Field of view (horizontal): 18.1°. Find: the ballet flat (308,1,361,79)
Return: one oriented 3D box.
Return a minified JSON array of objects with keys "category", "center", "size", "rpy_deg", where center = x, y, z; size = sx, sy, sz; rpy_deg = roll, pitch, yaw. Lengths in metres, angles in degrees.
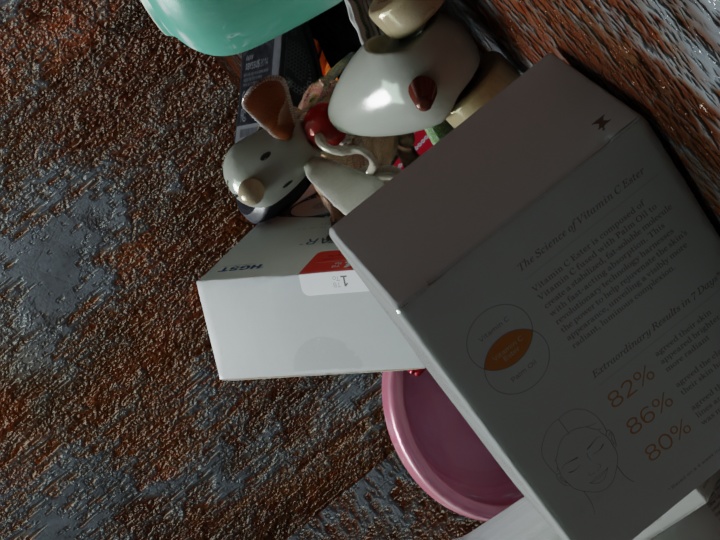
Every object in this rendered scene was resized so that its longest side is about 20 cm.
[{"category":"ballet flat","center":[-0.007,-0.182,1.622],"size":[0.057,0.067,0.200],"rpy_deg":[-4,-142,-36]}]

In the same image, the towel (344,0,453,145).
[{"category":"towel","center":[0.035,-0.113,1.431],"size":[0.150,0.031,0.200],"rpy_deg":[-108,-10,-45]}]

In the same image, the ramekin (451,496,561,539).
[{"category":"ramekin","center":[0.155,0.255,1.657],"size":[0.201,0.098,0.200],"rpy_deg":[51,-177,-4]}]

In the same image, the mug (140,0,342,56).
[{"category":"mug","center":[-0.097,-0.224,1.458],"size":[0.152,0.114,0.185],"rpy_deg":[58,-173,-37]}]

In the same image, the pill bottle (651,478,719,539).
[{"category":"pill bottle","center":[0.215,0.162,1.642],"size":[0.200,0.113,0.113],"rpy_deg":[51,177,-4]}]

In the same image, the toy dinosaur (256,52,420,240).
[{"category":"toy dinosaur","center":[-0.003,-0.097,1.503],"size":[0.200,0.085,0.136],"rpy_deg":[-76,-30,-61]}]

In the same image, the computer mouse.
[{"category":"computer mouse","center":[-0.048,-0.132,1.595],"size":[0.052,0.201,0.138],"rpy_deg":[4,-177,-23]}]

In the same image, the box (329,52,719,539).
[{"category":"box","center":[0.108,0.021,1.147],"size":[0.200,0.152,0.106],"rpy_deg":[54,177,-30]}]

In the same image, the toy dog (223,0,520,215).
[{"category":"toy dog","center":[0.000,-0.082,1.284],"size":[0.132,0.200,0.096],"rpy_deg":[30,-146,-4]}]

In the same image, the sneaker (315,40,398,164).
[{"category":"sneaker","center":[-0.018,-0.136,1.678],"size":[0.112,0.078,0.200],"rpy_deg":[30,-178,-15]}]

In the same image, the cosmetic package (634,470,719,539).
[{"category":"cosmetic package","center":[0.153,0.075,1.508],"size":[0.200,0.085,0.108],"rpy_deg":[51,-152,-2]}]

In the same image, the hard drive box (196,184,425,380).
[{"category":"hard drive box","center":[0.000,0.000,1.573],"size":[0.200,0.155,0.077],"rpy_deg":[-50,-49,-61]}]

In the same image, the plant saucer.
[{"category":"plant saucer","center":[0.099,0.093,1.743],"size":[0.201,0.201,0.051],"rpy_deg":[52,153,-14]}]

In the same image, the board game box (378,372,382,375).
[{"category":"board game box","center":[0.110,0.078,1.796],"size":[0.200,0.135,0.028],"rpy_deg":[43,157,-18]}]

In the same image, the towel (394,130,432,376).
[{"category":"towel","center":[0.040,-0.028,1.705],"size":[0.200,0.145,0.022],"rpy_deg":[49,-178,38]}]
